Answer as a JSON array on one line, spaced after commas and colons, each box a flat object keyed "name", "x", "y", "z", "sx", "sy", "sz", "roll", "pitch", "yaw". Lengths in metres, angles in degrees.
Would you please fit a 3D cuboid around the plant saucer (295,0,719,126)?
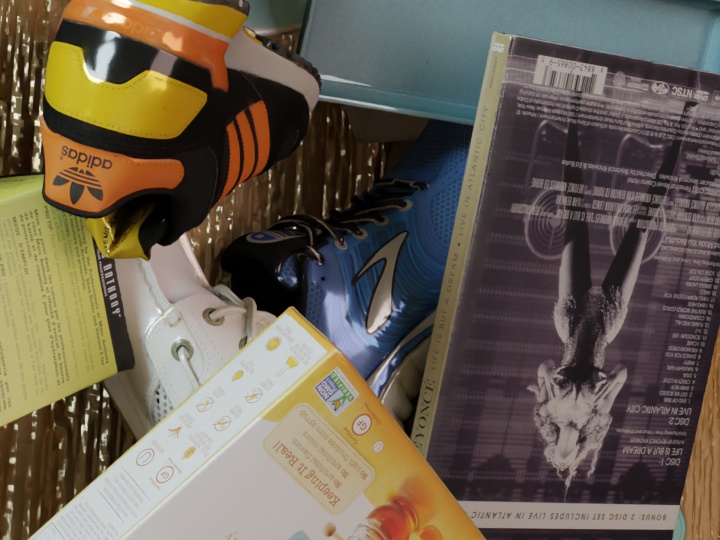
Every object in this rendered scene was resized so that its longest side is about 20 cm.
[{"name": "plant saucer", "x": 0.063, "y": -0.090, "z": 0.951, "sx": 0.199, "sy": 0.019, "sz": 0.070, "roll": 8, "pitch": 101, "yaw": -29}]

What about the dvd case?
[{"name": "dvd case", "x": 0.090, "y": 0.014, "z": 0.962, "sx": 0.148, "sy": 0.016, "sz": 0.201, "roll": 5, "pitch": 99, "yaw": -40}]

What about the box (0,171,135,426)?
[{"name": "box", "x": -0.152, "y": 0.023, "z": 0.759, "sx": 0.200, "sy": 0.050, "sz": 0.076, "roll": -27, "pitch": 110, "yaw": -56}]

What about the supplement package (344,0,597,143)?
[{"name": "supplement package", "x": 0.074, "y": -0.156, "z": 1.068, "sx": 0.200, "sy": 0.121, "sz": 0.120, "roll": -48, "pitch": 126, "yaw": -48}]

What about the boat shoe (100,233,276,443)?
[{"name": "boat shoe", "x": -0.051, "y": 0.038, "z": 0.875, "sx": 0.071, "sy": 0.069, "sz": 0.201, "roll": -41, "pitch": 113, "yaw": -70}]

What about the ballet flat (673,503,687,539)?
[{"name": "ballet flat", "x": 0.068, "y": 0.165, "z": 1.074, "sx": 0.200, "sy": 0.063, "sz": 0.069, "roll": -37, "pitch": 99, "yaw": -28}]

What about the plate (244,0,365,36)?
[{"name": "plate", "x": -0.052, "y": -0.187, "z": 0.914, "sx": 0.199, "sy": 0.026, "sz": 0.201, "roll": 2, "pitch": 86, "yaw": -34}]

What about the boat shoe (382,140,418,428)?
[{"name": "boat shoe", "x": 0.039, "y": 0.023, "z": 1.049, "sx": 0.073, "sy": 0.062, "sz": 0.201, "roll": 26, "pitch": 66, "yaw": -54}]

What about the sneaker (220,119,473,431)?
[{"name": "sneaker", "x": 0.000, "y": 0.000, "z": 0.954, "sx": 0.089, "sy": 0.078, "sz": 0.200, "roll": 41, "pitch": 67, "yaw": -23}]

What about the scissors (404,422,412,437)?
[{"name": "scissors", "x": 0.052, "y": 0.106, "z": 0.995, "sx": 0.073, "sy": 0.014, "sz": 0.201, "roll": -6, "pitch": 77, "yaw": -16}]

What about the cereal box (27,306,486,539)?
[{"name": "cereal box", "x": -0.056, "y": 0.127, "z": 0.811, "sx": 0.200, "sy": 0.040, "sz": 0.144, "roll": -42, "pitch": 130, "yaw": -6}]

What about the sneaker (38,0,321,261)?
[{"name": "sneaker", "x": -0.068, "y": -0.045, "z": 0.816, "sx": 0.200, "sy": 0.070, "sz": 0.090, "roll": 37, "pitch": 73, "yaw": -80}]
